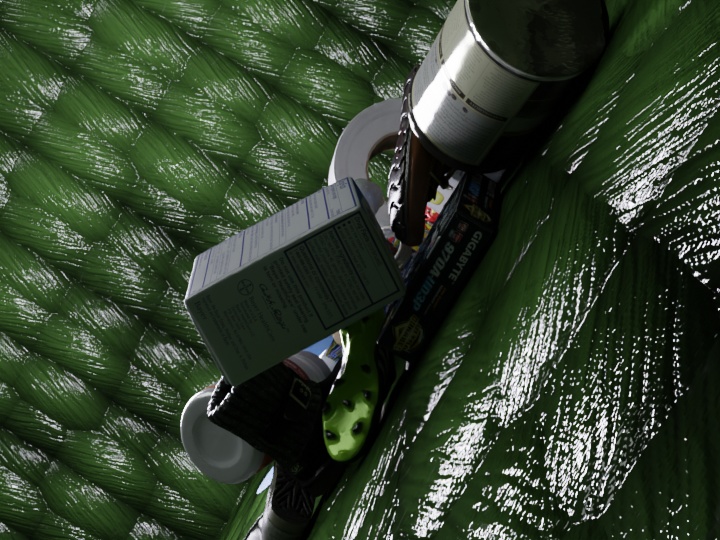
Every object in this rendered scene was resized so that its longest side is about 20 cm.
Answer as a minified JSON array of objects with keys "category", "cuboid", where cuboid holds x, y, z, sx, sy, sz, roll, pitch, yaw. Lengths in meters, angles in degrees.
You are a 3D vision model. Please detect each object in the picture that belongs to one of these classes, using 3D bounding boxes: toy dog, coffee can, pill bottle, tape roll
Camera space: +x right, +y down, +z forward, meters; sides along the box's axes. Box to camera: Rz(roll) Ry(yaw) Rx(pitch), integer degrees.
[{"category":"toy dog","cuboid":[0.000,0.000,1.454,0.096,0.132,0.201,0,-49,-52]},{"category":"coffee can","cuboid":[0.142,-0.207,1.243,0.147,0.145,0.200,-60,2,-26]},{"category":"pill bottle","cuboid":[-0.113,0.164,1.458,0.200,0.112,0.113,-27,-28,-58]},{"category":"tape roll","cuboid":[0.054,-0.139,1.824,0.204,0.201,0.139,-59,2,-6]}]

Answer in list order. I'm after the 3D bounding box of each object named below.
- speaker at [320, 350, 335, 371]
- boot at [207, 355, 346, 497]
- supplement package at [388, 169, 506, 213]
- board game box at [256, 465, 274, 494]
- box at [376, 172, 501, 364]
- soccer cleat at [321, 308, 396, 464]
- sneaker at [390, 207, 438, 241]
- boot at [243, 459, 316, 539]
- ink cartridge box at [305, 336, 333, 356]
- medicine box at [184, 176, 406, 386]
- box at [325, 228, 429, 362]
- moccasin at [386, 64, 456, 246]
[{"category":"speaker","cuboid":[0.003,0.072,1.736,0.201,0.081,0.081,-58,2,35]},{"category":"boot","cuboid":[-0.065,0.126,1.353,0.079,0.157,0.212,-42,13,38]},{"category":"supplement package","cuboid":[0.116,-0.141,1.489,0.110,0.113,0.200,-58,0,-8]},{"category":"board game box","cuboid":[-0.055,0.220,1.588,0.200,0.039,0.158,-50,1,-12]},{"category":"box","cuboid":[0.084,-0.011,1.282,0.160,0.046,0.200,-60,1,18]},{"category":"soccer cleat","cuboid":[0.006,0.115,1.259,0.067,0.081,0.202,-15,45,25]},{"category":"sneaker","cuboid":[0.084,-0.054,1.623,0.085,0.077,0.201,-50,6,40]},{"category":"boot","cuboid":[-0.107,0.306,1.387,0.182,0.072,0.202,-58,-7,-63]},{"category":"ink cartridge box","cuboid":[-0.055,0.038,1.555,0.160,0.047,0.200,-41,-22,-14]},{"category":"medicine box","cuboid":[-0.067,0.005,1.263,0.198,0.104,0.182,-27,14,3]},{"category":"box","cuboid":[0.035,0.038,1.535,0.201,0.070,0.064,-59,2,31]},{"category":"moccasin","cuboid":[0.074,-0.122,1.345,0.074,0.077,0.204,131,151,-63]}]
